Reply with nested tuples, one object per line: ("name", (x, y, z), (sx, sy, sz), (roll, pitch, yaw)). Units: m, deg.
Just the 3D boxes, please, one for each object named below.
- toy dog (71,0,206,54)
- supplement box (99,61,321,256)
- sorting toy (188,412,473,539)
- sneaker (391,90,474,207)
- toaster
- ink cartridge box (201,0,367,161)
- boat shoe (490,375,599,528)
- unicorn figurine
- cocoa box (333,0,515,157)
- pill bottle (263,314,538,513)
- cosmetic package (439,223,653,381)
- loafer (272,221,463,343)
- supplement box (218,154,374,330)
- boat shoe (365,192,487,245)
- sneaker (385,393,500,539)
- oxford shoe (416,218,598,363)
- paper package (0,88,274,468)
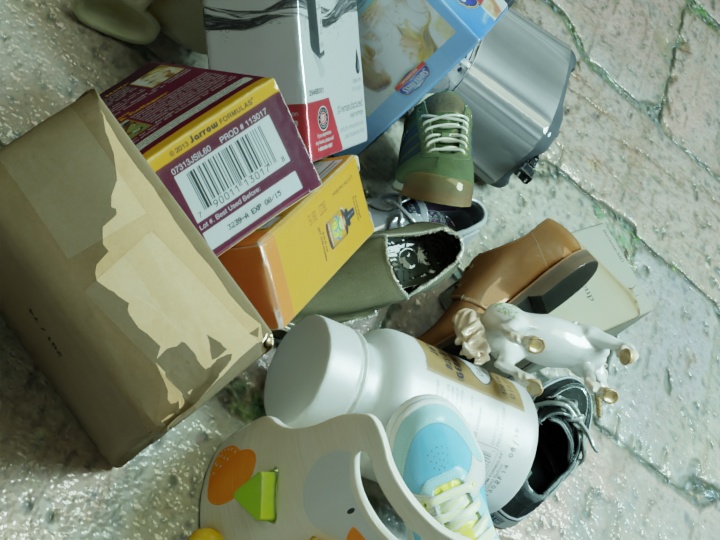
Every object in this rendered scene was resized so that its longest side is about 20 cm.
("toy dog", (-0.143, -0.297, 1.272), (0.193, 0.139, 0.201), (23, 46, -31))
("supplement box", (-0.132, -0.079, 1.043), (0.110, 0.200, 0.086), (-35, 116, -22))
("sorting toy", (-0.009, 0.180, 1.009), (0.200, 0.180, 0.107), (51, 39, -1))
("sneaker", (0.065, -0.112, 1.295), (0.067, 0.091, 0.200), (9, 9, -4))
("toaster", (0.126, -0.176, 1.460), (0.129, 0.114, 0.201), (34, 45, -14))
("ink cartridge box", (-0.060, -0.192, 1.180), (0.144, 0.083, 0.202), (-33, 119, -68))
("boat shoe", (0.167, 0.145, 1.290), (0.074, 0.068, 0.199), (53, 39, 1))
("unicorn figurine", (0.162, 0.067, 1.196), (0.199, 0.074, 0.137), (30, 5, -19))
("cocoa box", (0.023, -0.216, 1.318), (0.133, 0.200, 0.131), (45, 40, -6))
("pill bottle", (0.031, 0.109, 1.151), (0.199, 0.114, 0.115), (24, 47, -29))
("cosmetic package", (0.176, 0.030, 1.382), (0.199, 0.073, 0.104), (-18, 75, -48))
("loafer", (0.000, 0.000, 1.191), (0.199, 0.070, 0.076), (-22, 88, -28))
("supplement box", (-0.054, -0.022, 1.086), (0.200, 0.068, 0.067), (-45, 126, -59))
("boat shoe", (0.034, -0.039, 1.300), (0.199, 0.068, 0.072), (4, 59, -42))
("sneaker", (0.080, 0.194, 1.065), (0.079, 0.131, 0.201), (-21, 116, -13))
("oxford shoe", (0.102, 0.028, 1.262), (0.199, 0.071, 0.071), (-34, 68, -9))
("paper package", (-0.168, 0.014, 0.965), (0.103, 0.191, 0.200), (-36, 88, -22))
